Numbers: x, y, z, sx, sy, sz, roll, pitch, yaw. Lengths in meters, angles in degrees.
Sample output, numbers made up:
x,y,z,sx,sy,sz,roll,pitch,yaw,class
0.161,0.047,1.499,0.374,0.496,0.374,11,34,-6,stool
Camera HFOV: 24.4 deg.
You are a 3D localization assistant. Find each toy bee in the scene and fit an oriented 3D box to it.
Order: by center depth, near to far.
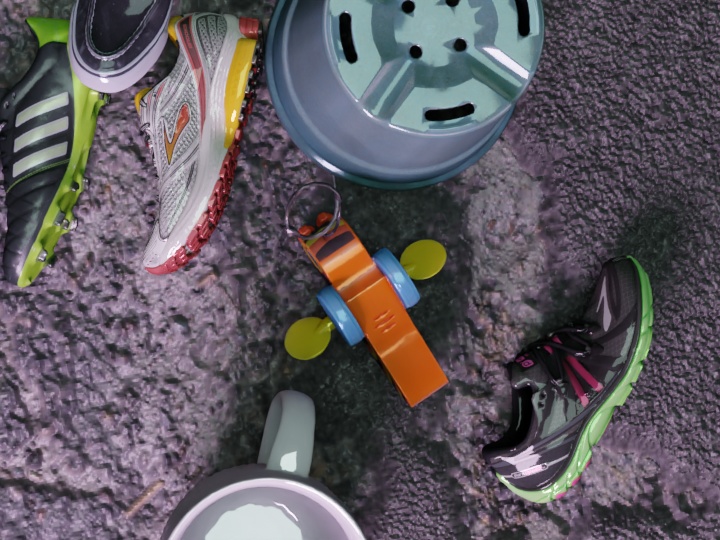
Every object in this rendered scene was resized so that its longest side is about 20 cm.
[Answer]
x,y,z,sx,sy,sz,roll,pitch,yaw,class
0.000,0.000,1.229,0.131,0.109,0.200,-15,117,-14,toy bee

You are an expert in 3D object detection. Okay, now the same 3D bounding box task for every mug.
x,y,z,sx,sy,sz,roll,pitch,yaw,class
-0.066,0.183,1.173,0.148,0.175,0.200,12,88,-7,mug

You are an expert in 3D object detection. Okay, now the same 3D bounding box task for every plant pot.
x,y,z,sx,sy,sz,roll,pitch,yaw,class
0.038,-0.159,1.174,0.200,0.196,0.200,0,91,-7,plant pot

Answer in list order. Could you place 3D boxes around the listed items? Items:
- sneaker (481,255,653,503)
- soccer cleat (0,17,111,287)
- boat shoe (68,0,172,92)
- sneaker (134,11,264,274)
x,y,z,sx,sy,sz,roll,pitch,yaw,class
0.156,0.075,1.248,0.084,0.077,0.200,28,86,-10,sneaker
-0.236,-0.088,1.214,0.081,0.068,0.200,15,82,3,soccer cleat
-0.156,-0.225,1.188,0.072,0.068,0.200,21,71,3,boat shoe
-0.129,-0.094,1.223,0.082,0.078,0.200,13,81,1,sneaker
